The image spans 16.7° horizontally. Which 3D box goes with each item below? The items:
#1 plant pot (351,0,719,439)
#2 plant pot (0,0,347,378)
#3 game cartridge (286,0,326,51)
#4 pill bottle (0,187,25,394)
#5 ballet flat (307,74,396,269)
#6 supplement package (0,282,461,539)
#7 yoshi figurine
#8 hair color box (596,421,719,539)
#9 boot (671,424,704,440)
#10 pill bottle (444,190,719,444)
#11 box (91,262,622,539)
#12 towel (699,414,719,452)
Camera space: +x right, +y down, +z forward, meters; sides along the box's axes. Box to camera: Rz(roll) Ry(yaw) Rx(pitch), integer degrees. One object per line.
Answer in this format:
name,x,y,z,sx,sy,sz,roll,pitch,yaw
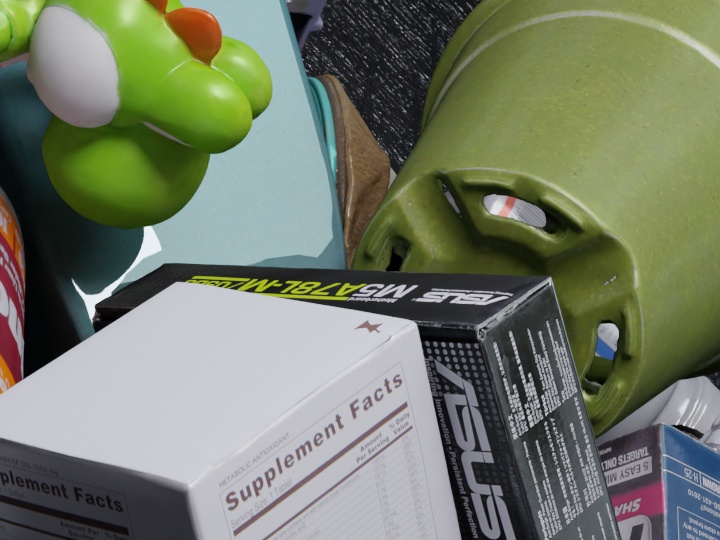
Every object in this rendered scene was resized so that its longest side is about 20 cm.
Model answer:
plant pot,0.085,-0.014,1.009,0.200,0.200,0.190,46,30,2
plant pot,-0.085,-0.003,1.005,0.141,0.141,0.201,-12,68,-24
game cartridge,-0.074,-0.110,1.194,0.038,0.200,0.130,5,42,-27
pill bottle,-0.172,0.045,0.846,0.113,0.113,0.200,34,24,-27
ballet flat,0.000,0.000,1.115,0.072,0.068,0.201,17,47,-22
supplement package,-0.036,0.120,0.794,0.114,0.109,0.201,-33,120,-42
yoshi figurine,-0.130,-0.076,0.895,0.199,0.113,0.112,25,-10,11
hair color box,0.095,0.168,0.910,0.060,0.100,0.201,28,50,-37
boot,0.084,0.119,1.064,0.073,0.200,0.151,18,-28,44
pill bottle,0.113,0.044,1.384,0.200,0.112,0.112,42,21,-13
box,0.007,0.097,0.857,0.047,0.193,0.201,-31,114,-38
towel,0.180,0.175,1.063,0.085,0.166,0.201,15,-40,44
